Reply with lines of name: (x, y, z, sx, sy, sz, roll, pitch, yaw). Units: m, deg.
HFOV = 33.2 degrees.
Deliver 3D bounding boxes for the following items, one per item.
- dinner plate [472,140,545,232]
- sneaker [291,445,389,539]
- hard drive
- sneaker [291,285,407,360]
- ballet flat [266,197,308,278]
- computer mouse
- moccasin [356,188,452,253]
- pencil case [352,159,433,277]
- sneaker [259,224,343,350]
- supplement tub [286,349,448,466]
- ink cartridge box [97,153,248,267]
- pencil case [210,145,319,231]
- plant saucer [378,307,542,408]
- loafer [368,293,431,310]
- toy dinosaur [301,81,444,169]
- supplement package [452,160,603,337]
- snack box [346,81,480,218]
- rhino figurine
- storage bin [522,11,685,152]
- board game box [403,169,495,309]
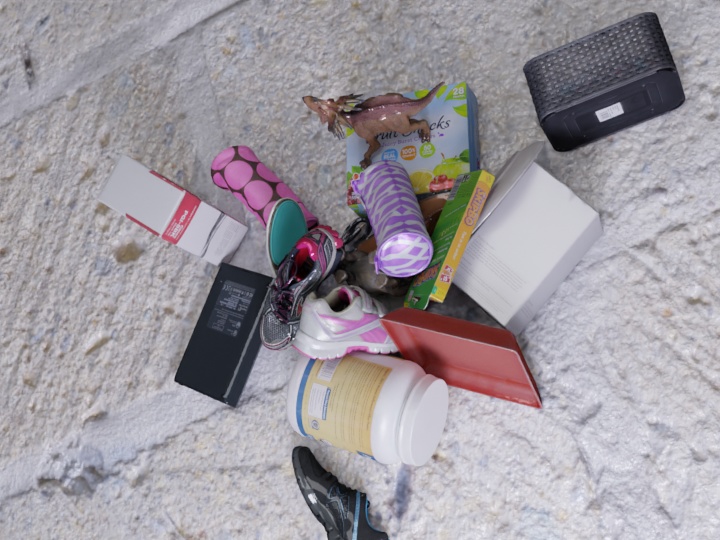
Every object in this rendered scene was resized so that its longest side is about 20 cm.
dinner plate: (0.186, -0.109, 1.692, 0.024, 0.200, 0.201, 38, 91, 0)
sneaker: (-0.032, 0.330, 1.720, 0.081, 0.073, 0.201, -29, 69, -7)
hard drive: (-0.203, 0.097, 1.856, 0.138, 0.033, 0.203, 15, 80, 45)
sneaker: (0.000, 0.065, 1.677, 0.081, 0.198, 0.090, 27, 117, 50)
ballet flat: (-0.106, -0.005, 1.794, 0.068, 0.069, 0.203, -10, 92, 19)
computer mouse: (-0.057, -0.006, 1.850, 0.199, 0.034, 0.059, -39, 52, 5)
moccasin: (0.081, -0.051, 1.767, 0.200, 0.073, 0.079, -33, 71, 22)
pencil case: (0.043, -0.075, 1.680, 0.084, 0.085, 0.201, -9, 36, -5)
sneaker: (-0.098, 0.026, 1.711, 0.080, 0.074, 0.202, 32, 114, 16)
supplement tub: (0.010, 0.186, 1.695, 0.197, 0.145, 0.147, 15, 79, 26)
ink cartridge box: (-0.289, -0.089, 1.879, 0.146, 0.200, 0.084, 29, 89, 28)
pencil case: (-0.149, -0.107, 1.892, 0.090, 0.094, 0.200, -21, 55, -35)
plant saucer: (0.143, 0.113, 1.635, 0.197, 0.200, 0.037, 12, 68, 25)
loafer: (0.021, 0.061, 1.772, 0.198, 0.070, 0.071, -32, 64, 11)
toy dinosaur: (0.026, -0.228, 1.750, 0.197, 0.135, 0.087, -18, 65, 17)
supplement package: (0.228, -0.026, 1.677, 0.121, 0.120, 0.201, 41, 92, 19)
snack box: (0.078, -0.180, 1.826, 0.197, 0.068, 0.171, -7, 71, 20)
rhino figurine: (0.000, 0.000, 1.743, 0.198, 0.087, 0.061, 9, 86, 47)
storage bin: (0.343, -0.261, 1.700, 0.197, 0.135, 0.095, -21, 66, 15)
board game box: (0.118, -0.038, 1.633, 0.030, 0.095, 0.202, 28, 83, -14)
